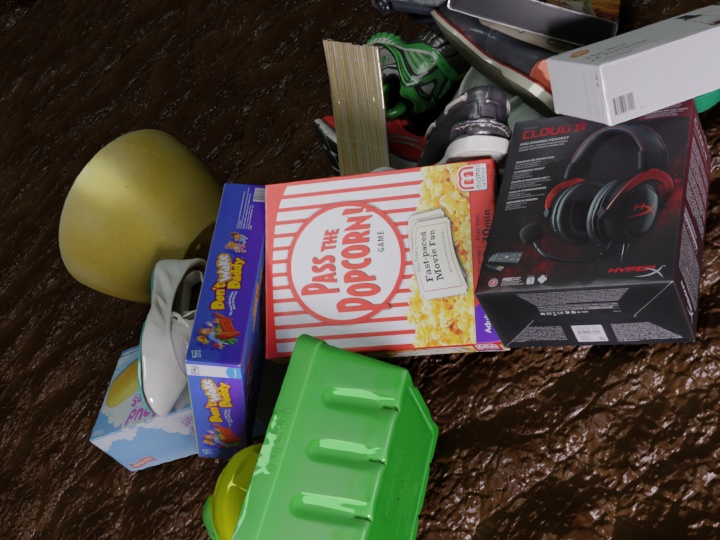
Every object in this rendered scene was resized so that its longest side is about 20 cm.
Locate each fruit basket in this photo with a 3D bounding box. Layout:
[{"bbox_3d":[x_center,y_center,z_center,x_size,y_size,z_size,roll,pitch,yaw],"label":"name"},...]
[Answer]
[{"bbox_3d":[-0.054,0.170,0.813,0.214,0.156,0.217,-13,47,15],"label":"fruit basket"}]

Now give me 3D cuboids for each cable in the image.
[{"bbox_3d":[0.122,-0.276,1.102,0.199,0.163,0.051,15,108,30],"label":"cable"}]

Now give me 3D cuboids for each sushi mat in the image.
[{"bbox_3d":[0.001,-0.125,1.029,0.012,0.201,0.095,-19,23,-31],"label":"sushi mat"}]

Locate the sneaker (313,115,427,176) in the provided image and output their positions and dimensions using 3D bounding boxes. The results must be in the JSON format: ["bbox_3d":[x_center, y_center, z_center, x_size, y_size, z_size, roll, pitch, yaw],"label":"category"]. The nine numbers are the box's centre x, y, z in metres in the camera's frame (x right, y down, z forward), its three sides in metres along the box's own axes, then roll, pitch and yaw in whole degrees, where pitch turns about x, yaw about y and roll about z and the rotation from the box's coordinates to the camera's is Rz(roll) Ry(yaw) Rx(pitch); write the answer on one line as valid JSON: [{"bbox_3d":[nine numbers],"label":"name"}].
[{"bbox_3d":[0.020,-0.129,1.118,0.085,0.077,0.200,-33,34,-17],"label":"sneaker"}]

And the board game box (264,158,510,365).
[{"bbox_3d":[0.020,-0.004,0.870,0.198,0.046,0.153,-6,76,15],"label":"board game box"}]

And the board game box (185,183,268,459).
[{"bbox_3d":[-0.108,0.042,0.908,0.044,0.135,0.201,4,47,1],"label":"board game box"}]

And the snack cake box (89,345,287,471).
[{"bbox_3d":[-0.169,0.119,1.047,0.199,0.067,0.116,-21,39,32],"label":"snack cake box"}]

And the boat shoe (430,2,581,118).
[{"bbox_3d":[0.138,-0.204,0.954,0.063,0.071,0.200,-49,47,5],"label":"boat shoe"}]

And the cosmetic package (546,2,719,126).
[{"bbox_3d":[0.253,-0.169,0.814,0.199,0.051,0.083,-20,18,-14],"label":"cosmetic package"}]

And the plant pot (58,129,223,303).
[{"bbox_3d":[-0.217,-0.041,1.184,0.142,0.200,0.201,29,75,29],"label":"plant pot"}]

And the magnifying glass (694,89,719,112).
[{"bbox_3d":[0.232,-0.185,0.926,0.080,0.022,0.200,-41,48,-18],"label":"magnifying glass"}]

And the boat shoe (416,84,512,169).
[{"bbox_3d":[0.090,-0.112,0.937,0.200,0.073,0.061,122,152,-81],"label":"boat shoe"}]

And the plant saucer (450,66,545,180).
[{"bbox_3d":[0.152,-0.178,1.026,0.199,0.050,0.201,-29,38,25],"label":"plant saucer"}]

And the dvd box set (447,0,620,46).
[{"bbox_3d":[0.167,-0.255,0.960,0.200,0.145,0.030,-59,-15,-61],"label":"dvd box set"}]

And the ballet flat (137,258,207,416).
[{"bbox_3d":[-0.174,0.052,1.014,0.069,0.069,0.201,-32,34,19],"label":"ballet flat"}]

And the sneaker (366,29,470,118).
[{"bbox_3d":[0.035,-0.209,1.137,0.085,0.078,0.200,-48,20,-10],"label":"sneaker"}]

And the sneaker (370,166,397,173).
[{"bbox_3d":[0.000,0.000,0.948,0.201,0.071,0.099,-59,26,-2],"label":"sneaker"}]

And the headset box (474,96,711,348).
[{"bbox_3d":[0.184,-0.044,0.803,0.148,0.075,0.201,-4,50,30],"label":"headset box"}]
